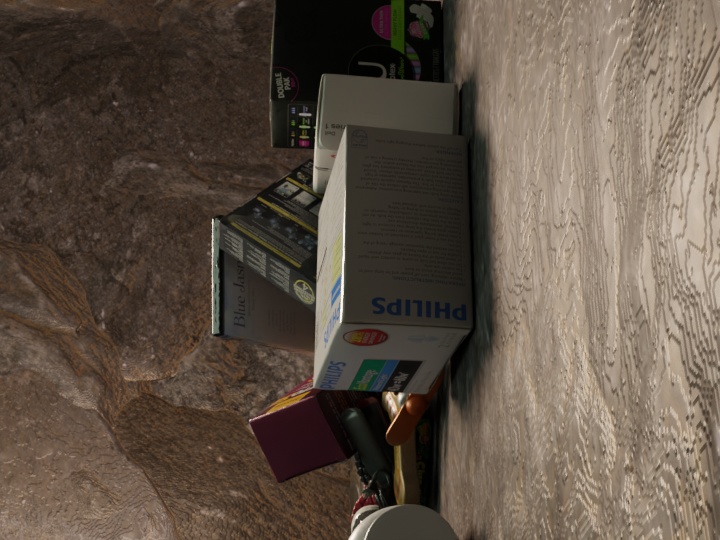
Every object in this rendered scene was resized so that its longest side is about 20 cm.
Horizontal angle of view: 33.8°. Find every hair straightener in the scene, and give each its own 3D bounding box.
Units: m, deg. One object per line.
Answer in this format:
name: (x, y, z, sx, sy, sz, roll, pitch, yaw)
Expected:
hair straightener: (0.022, 0.247, 1.337, 0.077, 0.041, 0.201, -21, -88, -51)

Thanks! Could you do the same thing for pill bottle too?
pill bottle: (0.036, 0.277, 1.071, 0.200, 0.112, 0.113, 95, 176, -64)

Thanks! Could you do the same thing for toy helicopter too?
toy helicopter: (0.051, 0.161, 1.292, 0.132, 0.079, 0.201, 177, 90, -74)

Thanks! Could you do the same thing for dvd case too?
dvd case: (-0.105, 0.023, 1.431, 0.200, 0.017, 0.143, 17, -114, -51)

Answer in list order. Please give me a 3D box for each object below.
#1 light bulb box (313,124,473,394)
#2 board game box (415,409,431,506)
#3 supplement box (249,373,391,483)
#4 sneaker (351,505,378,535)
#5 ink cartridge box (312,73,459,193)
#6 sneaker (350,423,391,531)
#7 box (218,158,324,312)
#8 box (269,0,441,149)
light bulb box: (0.027, -0.004, 1.160, 0.198, 0.124, 0.201, 112, 160, -65)
board game box: (0.065, 0.256, 1.416, 0.105, 0.023, 0.201, -109, 21, -76)
supplement box: (-0.028, 0.168, 1.442, 0.200, 0.110, 0.086, -31, -84, -57)
sneaker: (0.022, 0.402, 1.456, 0.112, 0.073, 0.201, -96, -4, -77)
ink cartridge box: (0.023, -0.139, 1.278, 0.200, 0.145, 0.085, 111, 162, -80)
sneaker: (0.038, 0.289, 1.545, 0.075, 0.080, 0.201, -11, -75, -63)
box: (-0.036, -0.034, 1.344, 0.161, 0.200, 0.049, -38, -32, -37)
box: (-0.008, -0.233, 1.418, 0.124, 0.199, 0.149, 99, 173, -69)
